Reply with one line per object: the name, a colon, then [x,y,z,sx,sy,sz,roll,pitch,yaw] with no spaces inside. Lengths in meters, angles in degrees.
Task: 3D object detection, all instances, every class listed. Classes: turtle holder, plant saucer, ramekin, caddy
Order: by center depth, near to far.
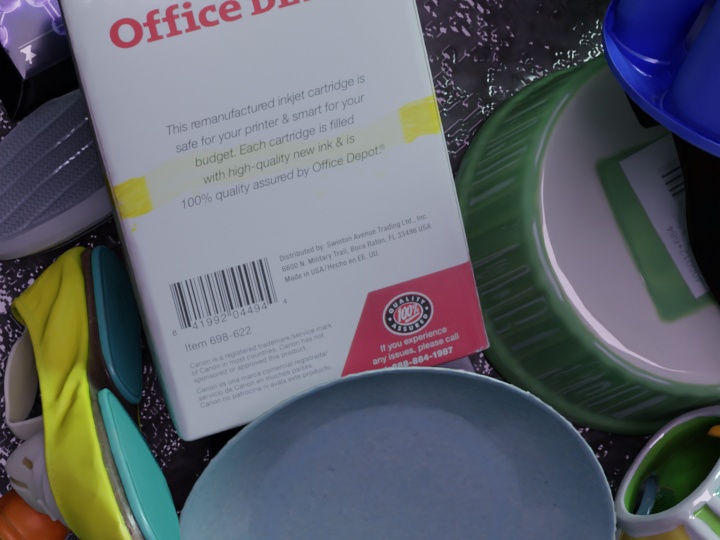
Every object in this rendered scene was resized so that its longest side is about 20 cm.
caddy: [0.203,-0.104,0.732,0.199,0.105,0.142,-4,44,-19]
plant saucer: [0.014,0.120,0.772,0.200,0.039,0.202,-4,118,-7]
turtle holder: [0.174,0.151,0.817,0.185,0.141,0.132,-43,108,-10]
ramekin: [0.151,-0.021,0.868,0.199,0.098,0.201,3,79,-14]

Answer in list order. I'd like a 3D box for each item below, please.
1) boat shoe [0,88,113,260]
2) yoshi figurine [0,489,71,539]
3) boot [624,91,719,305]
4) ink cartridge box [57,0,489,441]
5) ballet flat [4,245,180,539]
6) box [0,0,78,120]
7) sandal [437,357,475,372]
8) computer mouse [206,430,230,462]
boat shoe: [-0.096,-0.061,0.822,0.200,0.067,0.074,-34,53,4]
yoshi figurine: [-0.195,0.192,0.748,0.200,0.112,0.112,-43,133,-31]
boot: [0.198,-0.050,0.795,0.096,0.075,0.201,-21,84,-14]
ink cartridge box: [-0.039,-0.048,0.751,0.144,0.083,0.201,-15,108,-9]
ballet flat: [-0.124,0.068,0.754,0.067,0.200,0.067,-25,131,6]
box: [-0.118,-0.187,0.839,0.199,0.079,0.142,-32,92,-18]
sandal: [-0.007,0.005,0.848,0.079,0.059,0.207,-28,109,-2]
computer mouse: [0.018,0.104,0.834,0.199,0.046,0.141,-5,94,-6]
